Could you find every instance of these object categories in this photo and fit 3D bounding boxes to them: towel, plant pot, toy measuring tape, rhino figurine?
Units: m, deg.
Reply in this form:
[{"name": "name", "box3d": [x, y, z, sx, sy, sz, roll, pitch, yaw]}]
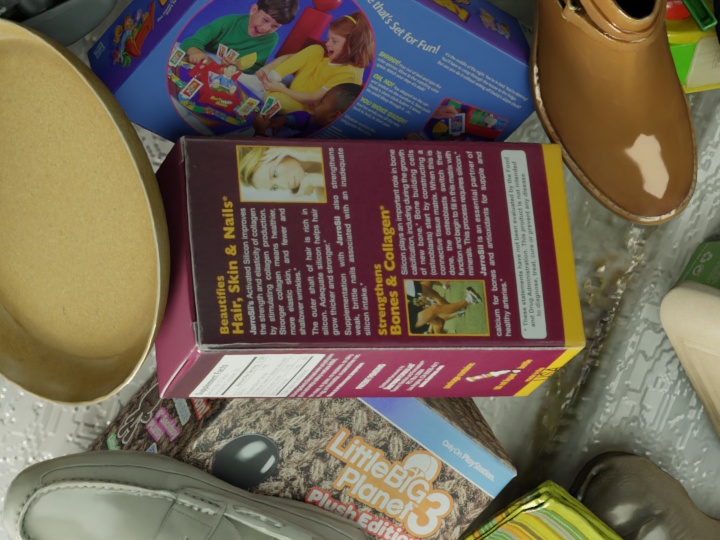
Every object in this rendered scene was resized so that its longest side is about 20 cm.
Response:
[{"name": "towel", "box3d": [0.062, 0.194, 1.607, 0.086, 0.018, 0.200, 40, 119, -23]}, {"name": "plant pot", "box3d": [-0.158, -0.031, 1.415, 0.027, 0.200, 0.201, -24, 122, -42]}, {"name": "toy measuring tape", "box3d": [0.180, -0.130, 1.526, 0.200, 0.074, 0.074, -11, 117, -34]}, {"name": "rhino figurine", "box3d": [0.183, 0.174, 1.645, 0.200, 0.060, 0.087, 37, 102, -26]}]

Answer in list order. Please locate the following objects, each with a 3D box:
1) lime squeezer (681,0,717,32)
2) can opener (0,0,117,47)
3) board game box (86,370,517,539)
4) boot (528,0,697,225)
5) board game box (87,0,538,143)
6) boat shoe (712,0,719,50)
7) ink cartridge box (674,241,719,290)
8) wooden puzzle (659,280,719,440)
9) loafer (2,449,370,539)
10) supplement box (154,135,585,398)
[{"name": "lime squeezer", "box3d": [0.124, -0.205, 1.471, 0.038, 0.071, 0.200, -29, 87, 16]}, {"name": "can opener", "box3d": [-0.110, -0.174, 1.415, 0.200, 0.053, 0.067, -29, 135, 10]}, {"name": "board game box", "box3d": [-0.047, 0.119, 1.541, 0.159, 0.097, 0.200, 37, 100, -25]}, {"name": "boot", "box3d": [0.129, -0.117, 1.374, 0.076, 0.155, 0.201, -13, 94, -8]}, {"name": "board game box", "box3d": [-0.017, -0.102, 1.445, 0.200, 0.045, 0.134, 27, 119, -35]}, {"name": "boat shoe", "box3d": [0.210, -0.196, 1.476, 0.084, 0.069, 0.201, 22, 75, -6]}, {"name": "ink cartridge box", "box3d": [0.276, 0.047, 1.540, 0.146, 0.200, 0.048, 45, 68, -25]}, {"name": "wooden puzzle", "box3d": [0.264, 0.094, 1.553, 0.037, 0.185, 0.200, -49, 137, -24]}, {"name": "loafer", "box3d": [-0.081, 0.139, 1.447, 0.199, 0.070, 0.070, 11, 109, -19]}, {"name": "supplement box", "box3d": [0.000, 0.000, 1.420, 0.199, 0.086, 0.111, 0, 70, -18]}]
